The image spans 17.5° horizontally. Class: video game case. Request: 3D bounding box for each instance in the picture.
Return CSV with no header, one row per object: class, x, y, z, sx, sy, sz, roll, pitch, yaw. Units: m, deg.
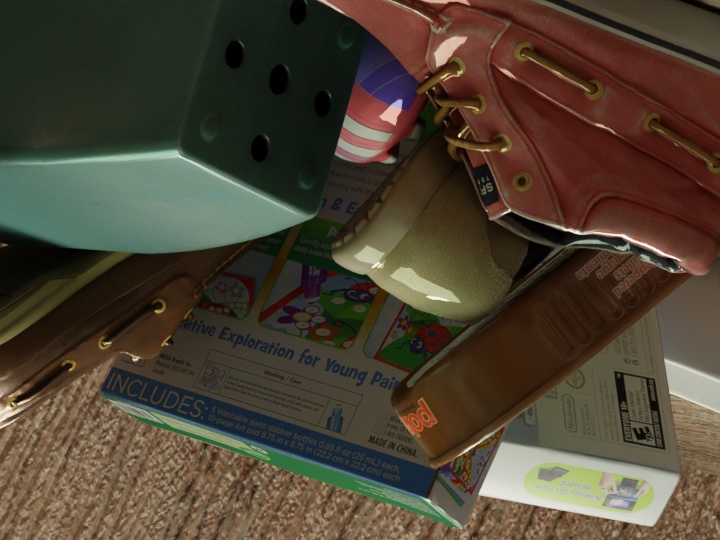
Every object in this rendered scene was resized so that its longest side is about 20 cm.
video game case,0.062,0.030,1.196,0.180,0.046,0.201,12,-139,-11

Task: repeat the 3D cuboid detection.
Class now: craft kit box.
craft kit box,0.000,0.000,1.092,0.199,0.198,0.048,15,165,36

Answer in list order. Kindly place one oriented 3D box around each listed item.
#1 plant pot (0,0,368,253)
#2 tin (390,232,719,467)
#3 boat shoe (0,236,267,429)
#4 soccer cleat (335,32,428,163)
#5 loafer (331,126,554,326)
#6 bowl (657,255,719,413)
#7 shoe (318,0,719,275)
plant pot,-0.105,-0.086,0.965,0.199,0.142,0.141,8,169,39
tin,0.096,0.004,0.924,0.042,0.200,0.112,53,163,-3
boat shoe,-0.109,0.005,1.078,0.072,0.199,0.068,36,152,59
soccer cleat,-0.021,-0.089,1.020,0.076,0.067,0.200,25,175,-18
loafer,0.048,-0.027,0.941,0.068,0.076,0.200,46,-151,-1
bowl,0.202,0.036,1.375,0.199,0.075,0.200,22,174,7
shoe,0.047,-0.067,0.841,0.199,0.091,0.071,19,174,0
